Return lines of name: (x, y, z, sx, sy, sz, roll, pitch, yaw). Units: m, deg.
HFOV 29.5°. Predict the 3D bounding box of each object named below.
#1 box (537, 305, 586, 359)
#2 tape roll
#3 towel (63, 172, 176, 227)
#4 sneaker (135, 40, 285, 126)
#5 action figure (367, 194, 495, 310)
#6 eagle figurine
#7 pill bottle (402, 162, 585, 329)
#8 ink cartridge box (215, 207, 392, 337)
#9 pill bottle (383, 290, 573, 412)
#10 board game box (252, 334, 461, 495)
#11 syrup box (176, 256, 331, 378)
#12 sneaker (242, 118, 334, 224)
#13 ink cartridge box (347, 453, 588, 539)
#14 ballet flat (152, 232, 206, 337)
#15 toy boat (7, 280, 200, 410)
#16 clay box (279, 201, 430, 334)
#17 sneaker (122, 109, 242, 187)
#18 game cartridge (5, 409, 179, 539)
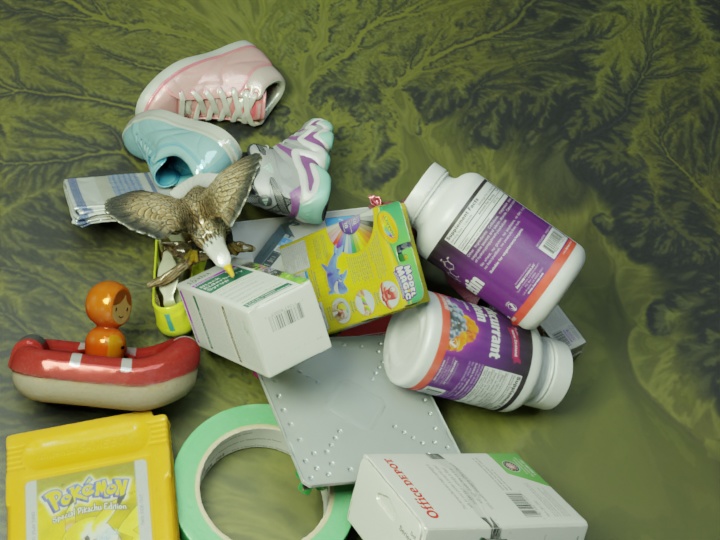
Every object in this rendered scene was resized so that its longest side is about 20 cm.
box: (0.199, 0.029, 1.673, 0.041, 0.039, 0.200, -23, 64, -27)
tape roll: (-0.104, 0.241, 1.459, 0.200, 0.048, 0.201, 6, 54, -8)
towel: (-0.251, -0.089, 1.632, 0.200, 0.024, 0.147, -6, 22, -17)
sneaker: (-0.182, -0.221, 1.743, 0.200, 0.075, 0.105, -31, 62, -33)
action figure: (0.096, -0.039, 1.610, 0.200, 0.134, 0.149, 35, 100, 5)
eagle figurine: (-0.172, -0.059, 1.458, 0.151, 0.200, 0.152, 26, 72, 16)
pill bottle: (0.142, -0.031, 1.517, 0.200, 0.112, 0.112, 35, 56, 4)
ink cartridge box: (-0.063, 0.015, 1.626, 0.200, 0.045, 0.176, -8, 57, -16)
pill bottle: (0.136, 0.097, 1.550, 0.200, 0.111, 0.112, 16, 52, -24)
board game box: (-0.008, 0.155, 1.507, 0.200, 0.026, 0.200, -1, 46, -29)
syrup box: (-0.118, 0.047, 1.470, 0.079, 0.082, 0.200, -26, 20, -23)
sneaker: (-0.107, -0.138, 1.675, 0.140, 0.078, 0.200, 10, 31, -8)
ink cartridge box: (0.106, 0.256, 1.405, 0.200, 0.084, 0.146, 4, 21, -28)
ballet flat: (-0.213, -0.018, 1.597, 0.067, 0.067, 0.200, -8, 56, 11)
toy boat: (-0.271, 0.076, 1.469, 0.200, 0.131, 0.131, 6, 93, -8)
clay box: (0.000, 0.000, 1.520, 0.048, 0.200, 0.115, -9, 83, -46)
sneaker: (-0.235, -0.140, 1.637, 0.200, 0.074, 0.082, 10, 46, 45)
game cartridge: (-0.276, 0.246, 1.402, 0.176, 0.032, 0.200, -11, 58, 1)
